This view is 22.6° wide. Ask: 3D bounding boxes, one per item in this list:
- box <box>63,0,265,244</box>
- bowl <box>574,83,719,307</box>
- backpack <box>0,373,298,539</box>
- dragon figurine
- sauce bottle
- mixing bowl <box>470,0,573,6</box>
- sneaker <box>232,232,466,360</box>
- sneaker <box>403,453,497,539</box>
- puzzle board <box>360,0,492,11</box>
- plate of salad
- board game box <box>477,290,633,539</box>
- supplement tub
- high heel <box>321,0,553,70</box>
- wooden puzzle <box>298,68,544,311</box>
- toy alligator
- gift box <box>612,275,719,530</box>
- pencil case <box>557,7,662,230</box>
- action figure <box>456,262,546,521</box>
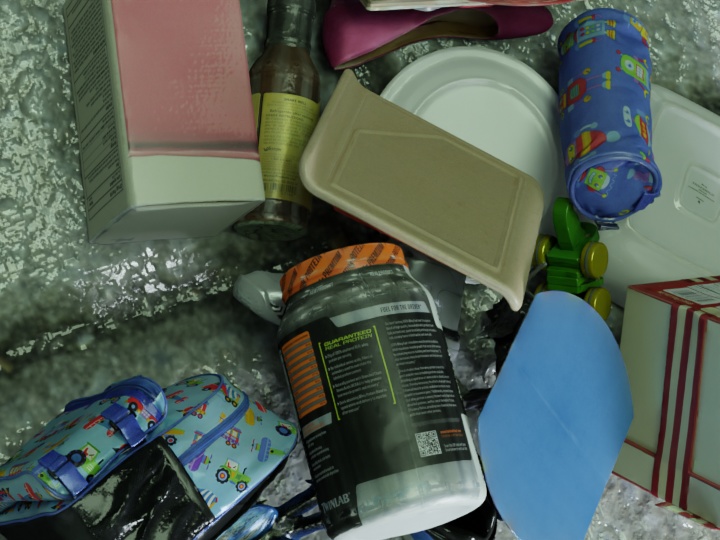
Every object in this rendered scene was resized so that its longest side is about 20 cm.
[{"bbox_3d":[-0.153,-0.132,1.388,0.109,0.128,0.201,-4,81,-24],"label":"box"},{"bbox_3d":[0.281,-0.058,1.580,0.199,0.075,0.200,27,70,-16],"label":"bowl"},{"bbox_3d":[-0.152,0.142,1.298,0.200,0.182,0.135,-40,101,-28],"label":"backpack"},{"bbox_3d":[-0.083,0.209,1.355,0.200,0.099,0.059,-31,90,-25],"label":"dragon figurine"},{"bbox_3d":[-0.063,-0.126,1.458,0.064,0.065,0.201,11,76,-20],"label":"sauce bottle"},{"bbox_3d":[0.114,-0.307,1.488,0.199,0.200,0.109,-11,126,-24],"label":"mixing bowl"},{"bbox_3d":[0.000,0.000,1.434,0.199,0.075,0.115,14,96,-24],"label":"sneaker"},{"bbox_3d":[0.035,0.140,1.413,0.077,0.111,0.200,-34,92,-25],"label":"sneaker"},{"bbox_3d":[0.076,-0.254,1.511,0.199,0.151,0.017,-5,124,-18],"label":"puzzle board"},{"bbox_3d":[0.093,-0.088,1.520,0.199,0.048,0.201,2,84,-20],"label":"plate of salad"},{"bbox_3d":[0.136,0.115,1.375,0.158,0.039,0.200,51,52,-32],"label":"board game box"},{"bbox_3d":[0.010,0.089,1.318,0.122,0.123,0.201,-8,74,-23],"label":"supplement tub"},{"bbox_3d":[0.066,-0.198,1.520,0.199,0.067,0.096,10,64,-15],"label":"high heel"},{"bbox_3d":[0.050,-0.062,1.405,0.200,0.037,0.185,32,31,-6],"label":"wooden puzzle"},{"bbox_3d":[0.184,0.030,1.516,0.054,0.059,0.201,-27,118,-49],"label":"toy alligator"},{"bbox_3d":[0.298,0.113,1.468,0.199,0.184,0.188,-5,107,-29],"label":"gift box"},{"bbox_3d":[0.209,-0.129,1.505,0.087,0.078,0.201,24,43,-21],"label":"pencil case"},{"bbox_3d":[0.118,0.095,1.450,0.119,0.102,0.201,-13,100,-49],"label":"action figure"}]
